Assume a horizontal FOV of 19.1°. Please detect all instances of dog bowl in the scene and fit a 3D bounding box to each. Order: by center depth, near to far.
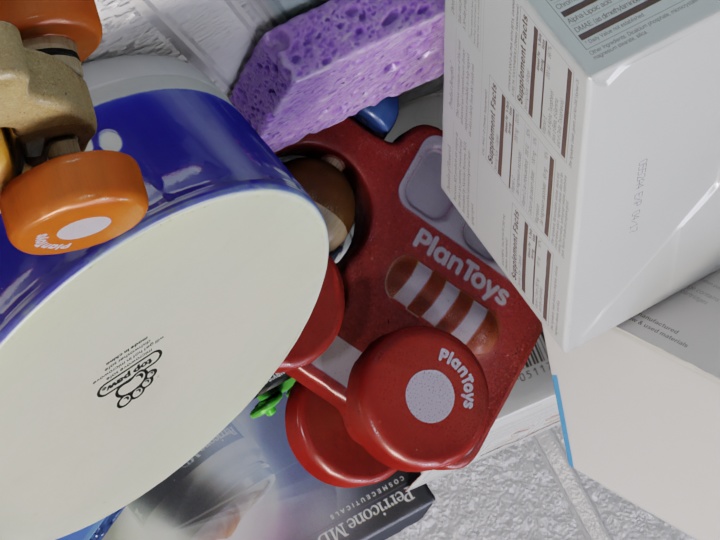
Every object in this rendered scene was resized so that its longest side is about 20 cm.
[{"bbox_3d":[-0.111,0.016,0.853,0.199,0.079,0.201,-34,154,-19],"label":"dog bowl"}]

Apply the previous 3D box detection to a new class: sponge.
[{"bbox_3d":[0.036,-0.114,0.968,0.199,0.030,0.112,-27,171,-21],"label":"sponge"}]

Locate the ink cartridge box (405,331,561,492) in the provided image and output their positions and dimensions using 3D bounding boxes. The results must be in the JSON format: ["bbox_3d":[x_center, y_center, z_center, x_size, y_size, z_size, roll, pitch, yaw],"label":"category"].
[{"bbox_3d":[0.102,0.061,1.212,0.161,0.057,0.200,-22,174,-13],"label":"ink cartridge box"}]

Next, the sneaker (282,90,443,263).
[{"bbox_3d":[-0.014,-0.032,1.122,0.198,0.080,0.130,-20,-178,9],"label":"sneaker"}]

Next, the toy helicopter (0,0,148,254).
[{"bbox_3d":[-0.162,-0.043,0.639,0.131,0.080,0.200,-22,164,20],"label":"toy helicopter"}]

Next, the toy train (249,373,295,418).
[{"bbox_3d":[0.004,0.025,1.156,0.199,0.042,0.056,-29,-172,35],"label":"toy train"}]

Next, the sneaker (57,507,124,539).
[{"bbox_3d":[-0.143,0.086,1.091,0.200,0.078,0.070,-52,174,-5],"label":"sneaker"}]

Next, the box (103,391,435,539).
[{"bbox_3d":[-0.085,0.111,1.346,0.199,0.199,0.123,-29,173,-7],"label":"box"}]

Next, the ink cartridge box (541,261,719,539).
[{"bbox_3d":[0.202,0.019,1.045,0.200,0.125,0.129,-40,136,-27],"label":"ink cartridge box"}]

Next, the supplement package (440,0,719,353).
[{"bbox_3d":[0.126,-0.089,0.919,0.155,0.111,0.201,-27,151,-15],"label":"supplement package"}]

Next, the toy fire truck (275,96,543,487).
[{"bbox_3d":[0.000,0.000,1.029,0.169,0.199,0.112,-60,-167,-20],"label":"toy fire truck"}]
